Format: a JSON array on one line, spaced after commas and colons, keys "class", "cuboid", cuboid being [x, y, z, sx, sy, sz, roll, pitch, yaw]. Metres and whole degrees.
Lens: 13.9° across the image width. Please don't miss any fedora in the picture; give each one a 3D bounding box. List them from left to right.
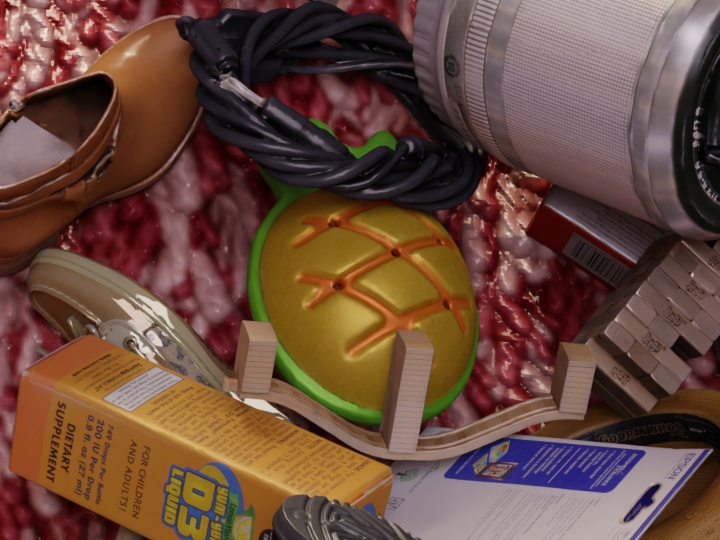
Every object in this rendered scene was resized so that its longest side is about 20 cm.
[{"class": "fedora", "cuboid": [0.147, 0.144, 1.619, 0.200, 0.200, 0.082, -30, 116, -15]}]

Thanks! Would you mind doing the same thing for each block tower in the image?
[{"class": "block tower", "cuboid": [0.197, -0.010, 1.644, 0.058, 0.054, 0.200, 42, 72, -8]}]

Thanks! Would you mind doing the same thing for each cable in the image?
[{"class": "cable", "cuboid": [-0.002, -0.093, 1.654, 0.199, 0.051, 0.163, 7, 31, -37]}]

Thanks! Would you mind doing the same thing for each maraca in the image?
[{"class": "maraca", "cuboid": [0.000, 0.000, 1.651, 0.136, 0.107, 0.201, 11, 53, -22]}]

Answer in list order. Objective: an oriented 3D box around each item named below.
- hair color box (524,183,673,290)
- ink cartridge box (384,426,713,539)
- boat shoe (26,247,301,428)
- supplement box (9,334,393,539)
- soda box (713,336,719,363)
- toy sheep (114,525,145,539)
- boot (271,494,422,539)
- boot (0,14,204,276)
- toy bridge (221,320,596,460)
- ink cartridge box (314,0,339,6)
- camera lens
[{"class": "hair color box", "cuboid": [0.191, -0.082, 1.723, 0.101, 0.061, 0.200, 33, 73, 3]}, {"class": "ink cartridge box", "cuboid": [0.088, 0.129, 1.555, 0.099, 0.199, 0.039, -43, 120, -36]}, {"class": "boat shoe", "cuboid": [-0.112, 0.065, 1.628, 0.200, 0.073, 0.063, 39, 69, 4]}, {"class": "supplement box", "cuboid": [-0.085, 0.105, 1.548, 0.199, 0.067, 0.069, 21, 26, 22]}, {"class": "soda box", "cuboid": [0.306, 0.027, 1.702, 0.199, 0.070, 0.064, -14, 78, -12]}, {"class": "toy sheep", "cuboid": [-0.087, 0.204, 1.562, 0.199, 0.138, 0.139, 12, 71, 15]}, {"class": "boot", "cuboid": [-0.017, 0.226, 1.491, 0.164, 0.066, 0.200, 27, 112, -18]}, {"class": "boot", "cuboid": [-0.144, -0.085, 1.626, 0.074, 0.155, 0.200, 38, 72, 5]}, {"class": "toy bridge", "cuboid": [0.024, 0.066, 1.573, 0.199, 0.027, 0.068, 4, 112, -14]}, {"class": "ink cartridge box", "cuboid": [-0.046, -0.269, 1.672, 0.146, 0.200, 0.145, 20, 71, -1]}, {"class": "camera lens", "cuboid": [0.147, -0.115, 1.593, 0.199, 0.160, 0.160, 24, 66, 39]}]
